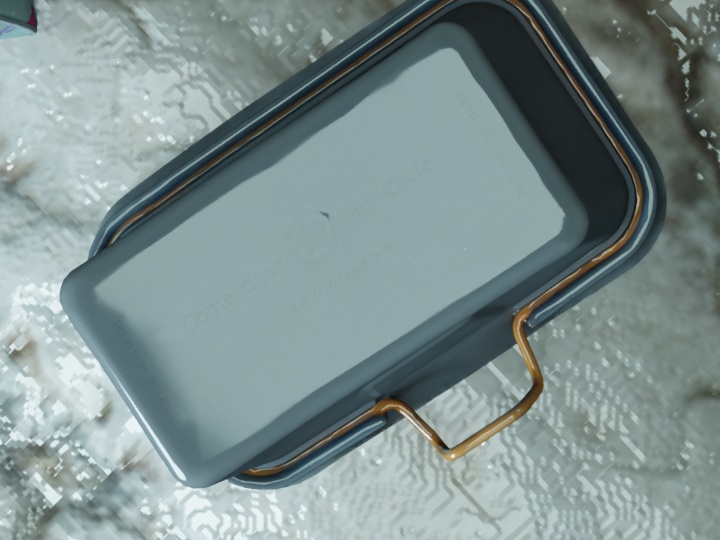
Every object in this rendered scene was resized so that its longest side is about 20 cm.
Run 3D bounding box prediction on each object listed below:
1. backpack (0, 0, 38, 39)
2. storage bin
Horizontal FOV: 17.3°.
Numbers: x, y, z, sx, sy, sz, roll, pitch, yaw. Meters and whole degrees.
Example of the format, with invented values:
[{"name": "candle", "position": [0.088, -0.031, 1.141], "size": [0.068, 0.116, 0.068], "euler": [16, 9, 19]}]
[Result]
[{"name": "backpack", "position": [-0.198, -0.147, 0.789], "size": [0.200, 0.178, 0.151], "euler": [6, 91, 11]}, {"name": "storage bin", "position": [0.000, 0.000, 0.795], "size": [0.200, 0.134, 0.146], "euler": [-33, 90, 10]}]
